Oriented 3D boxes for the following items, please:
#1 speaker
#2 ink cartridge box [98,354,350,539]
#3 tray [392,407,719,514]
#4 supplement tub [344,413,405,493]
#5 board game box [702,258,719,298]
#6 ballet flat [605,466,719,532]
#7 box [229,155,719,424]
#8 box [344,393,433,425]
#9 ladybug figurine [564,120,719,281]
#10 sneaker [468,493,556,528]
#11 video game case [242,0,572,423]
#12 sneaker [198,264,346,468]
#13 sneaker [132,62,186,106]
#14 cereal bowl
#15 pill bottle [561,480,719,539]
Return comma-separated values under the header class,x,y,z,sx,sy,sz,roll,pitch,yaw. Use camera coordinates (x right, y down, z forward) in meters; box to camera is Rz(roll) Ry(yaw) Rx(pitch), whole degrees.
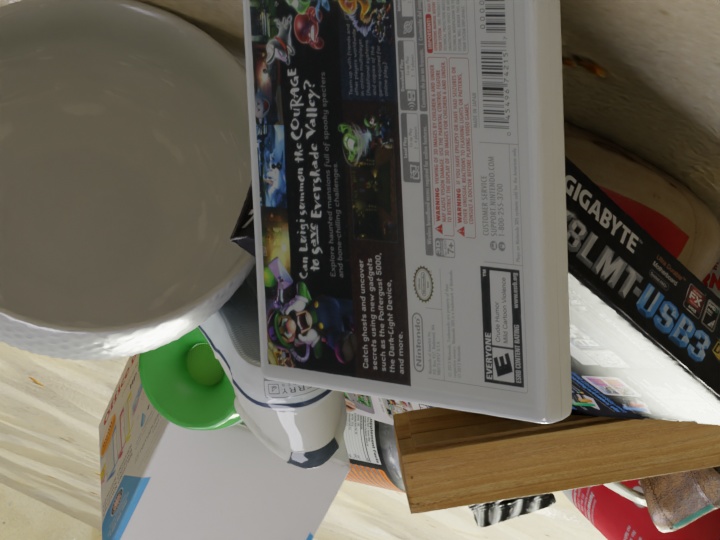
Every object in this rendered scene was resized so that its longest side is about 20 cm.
class,x,y,z,sx,sy,sz,roll,pitch,yaw
speaker,-0.064,0.041,1.524,0.088,0.089,0.200,15,-163,19
ink cartridge box,-0.098,0.112,1.618,0.125,0.129,0.200,21,-159,-17
tray,0.119,0.086,1.279,0.199,0.037,0.099,-8,-171,-1
supplement tub,0.014,0.094,1.725,0.199,0.123,0.122,8,162,39
board game box,0.222,0.038,1.371,0.151,0.047,0.200,11,164,33
ballet flat,0.148,0.084,1.431,0.068,0.067,0.200,41,-173,-40
box,0.071,0.011,1.175,0.198,0.050,0.200,1,152,47
box,0.000,0.000,1.336,0.110,0.035,0.201,13,133,44
ladybug figurine,0.094,-0.030,1.235,0.199,0.072,0.136,25,166,-18
sneaker,0.086,0.104,1.551,0.070,0.090,0.200,-18,161,-2
video game case,0.018,-0.041,1.073,0.181,0.201,0.023,6,-167,44
sneaker,-0.053,0.040,1.267,0.073,0.071,0.200,-9,-156,-6
sneaker,-0.118,-0.050,1.378,0.070,0.109,0.200,19,166,2
cereal bowl,-0.143,-0.039,1.236,0.199,0.201,0.083,20,151,0
pill bottle,0.227,0.164,1.558,0.200,0.112,0.112,45,-179,31
